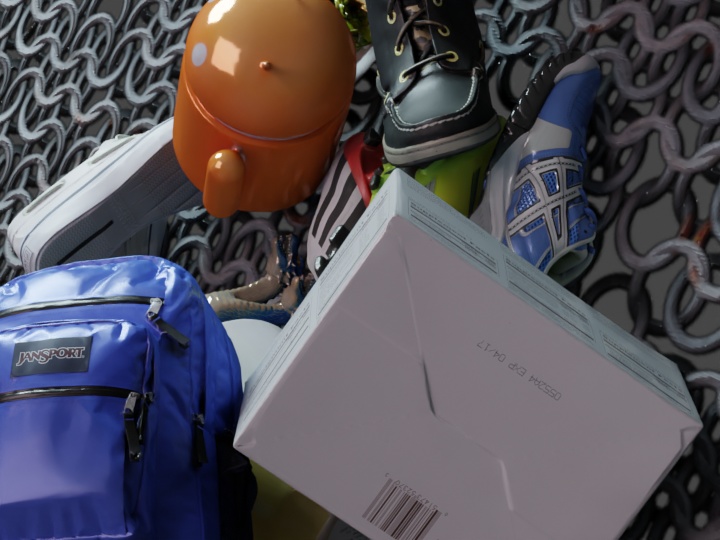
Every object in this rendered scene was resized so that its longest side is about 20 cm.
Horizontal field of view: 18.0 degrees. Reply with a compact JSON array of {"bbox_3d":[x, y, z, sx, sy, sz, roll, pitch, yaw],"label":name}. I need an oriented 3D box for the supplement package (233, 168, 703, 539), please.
[{"bbox_3d":[0.056,0.073,1.231,0.156,0.199,0.111,-54,8,13],"label":"supplement package"}]

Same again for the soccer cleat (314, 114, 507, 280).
[{"bbox_3d":[0.039,-0.023,1.394,0.064,0.084,0.200,-5,34,40],"label":"soccer cleat"}]

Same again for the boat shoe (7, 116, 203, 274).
[{"bbox_3d":[-0.164,-0.069,1.605,0.199,0.074,0.067,-33,46,-16],"label":"boat shoe"}]

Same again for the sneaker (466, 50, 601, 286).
[{"bbox_3d":[0.110,-0.038,1.361,0.076,0.076,0.201,18,72,11],"label":"sneaker"}]

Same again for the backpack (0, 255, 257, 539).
[{"bbox_3d":[-0.139,0.089,1.247,0.161,0.168,0.202,-2,59,6],"label":"backpack"}]

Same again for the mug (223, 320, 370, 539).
[{"bbox_3d":[-0.055,0.144,1.372,0.153,0.149,0.187,31,84,41],"label":"mug"}]

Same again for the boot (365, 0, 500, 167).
[{"bbox_3d":[0.031,-0.156,1.379,0.073,0.155,0.204,-14,18,7],"label":"boot"}]

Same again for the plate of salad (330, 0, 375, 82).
[{"bbox_3d":[-0.033,-0.206,1.606,0.199,0.048,0.202,-23,56,39],"label":"plate of salad"}]

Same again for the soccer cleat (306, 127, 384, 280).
[{"bbox_3d":[0.000,0.000,1.453,0.085,0.068,0.201,-43,37,41],"label":"soccer cleat"}]

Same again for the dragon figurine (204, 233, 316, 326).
[{"bbox_3d":[-0.097,0.065,1.522,0.201,0.099,0.059,-66,29,19],"label":"dragon figurine"}]

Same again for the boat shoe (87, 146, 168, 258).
[{"bbox_3d":[-0.185,0.003,1.649,0.071,0.070,0.202,-15,60,42],"label":"boat shoe"}]

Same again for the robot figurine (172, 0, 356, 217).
[{"bbox_3d":[-0.064,-0.116,1.491,0.117,0.143,0.200,55,158,17],"label":"robot figurine"}]
